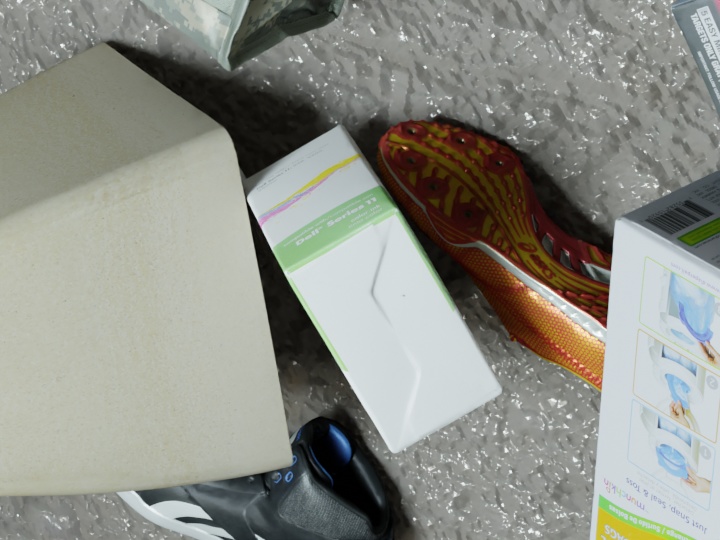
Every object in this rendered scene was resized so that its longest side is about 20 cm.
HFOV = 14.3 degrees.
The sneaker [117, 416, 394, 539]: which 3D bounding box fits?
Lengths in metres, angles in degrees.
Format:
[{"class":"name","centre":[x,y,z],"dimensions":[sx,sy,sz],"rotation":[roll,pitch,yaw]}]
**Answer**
[{"class":"sneaker","centre":[-0.062,0.111,1.663],"dimensions":[0.200,0.073,0.112],"rotation":[33,130,12]}]

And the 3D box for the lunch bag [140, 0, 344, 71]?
[{"class":"lunch bag","centre":[-0.065,-0.230,1.422],"dimensions":[0.164,0.117,0.200],"rotation":[38,129,18]}]

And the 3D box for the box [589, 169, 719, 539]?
[{"class":"box","centre":[0.187,0.061,1.362],"dimensions":[0.101,0.112,0.201],"rotation":[32,133,39]}]

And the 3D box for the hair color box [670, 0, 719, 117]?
[{"class":"hair color box","centre":[0.243,-0.107,1.255],"dimensions":[0.200,0.061,0.099],"rotation":[-17,102,45]}]

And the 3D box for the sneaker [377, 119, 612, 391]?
[{"class":"sneaker","centre":[0.079,0.001,1.462],"dimensions":[0.200,0.073,0.077],"rotation":[44,143,16]}]

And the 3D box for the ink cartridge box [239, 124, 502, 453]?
[{"class":"ink cartridge box","centre":[0.000,0.000,1.478],"dimensions":[0.117,0.067,0.200],"rotation":[59,180,-21]}]

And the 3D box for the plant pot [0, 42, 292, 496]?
[{"class":"plant pot","centre":[-0.169,0.015,1.564],"dimensions":[0.200,0.176,0.201],"rotation":[35,140,58]}]
